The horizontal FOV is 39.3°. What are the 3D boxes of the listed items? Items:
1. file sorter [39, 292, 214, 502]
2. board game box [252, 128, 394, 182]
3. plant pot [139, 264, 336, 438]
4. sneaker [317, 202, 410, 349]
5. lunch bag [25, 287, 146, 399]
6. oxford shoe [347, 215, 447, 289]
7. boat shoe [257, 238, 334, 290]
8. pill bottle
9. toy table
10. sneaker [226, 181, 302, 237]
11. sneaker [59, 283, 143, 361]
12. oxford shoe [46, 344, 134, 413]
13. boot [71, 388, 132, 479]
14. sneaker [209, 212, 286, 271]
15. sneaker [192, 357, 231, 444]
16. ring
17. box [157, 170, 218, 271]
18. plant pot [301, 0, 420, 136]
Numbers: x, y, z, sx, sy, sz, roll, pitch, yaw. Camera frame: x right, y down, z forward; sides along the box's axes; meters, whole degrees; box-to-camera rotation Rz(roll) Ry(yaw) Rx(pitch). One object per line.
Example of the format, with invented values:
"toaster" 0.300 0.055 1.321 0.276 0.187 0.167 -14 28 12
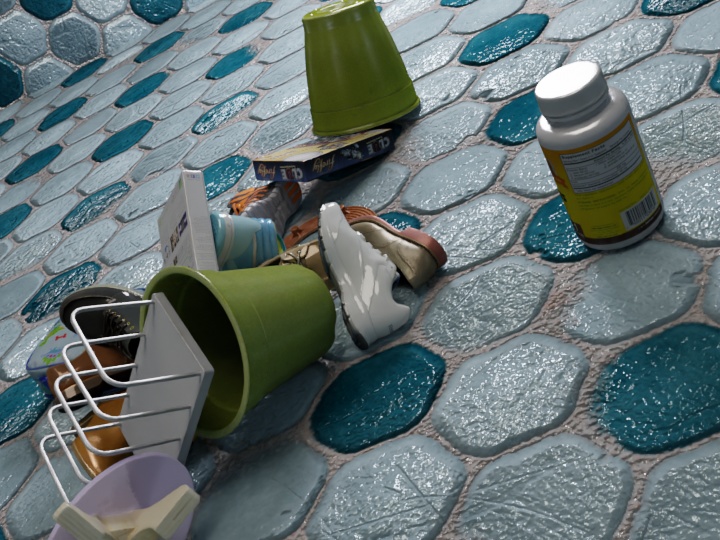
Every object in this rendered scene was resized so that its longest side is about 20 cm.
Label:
"file sorter" -0.268 0.151 1.126 0.123 0.202 0.139 -5 38 -39
"board game box" -0.059 -0.189 1.645 0.198 0.035 0.134 -25 21 -38
"plant pot" -0.132 0.071 1.214 0.198 0.204 0.188 1 15 43
"sneaker" 0.000 0.000 1.277 0.086 0.075 0.203 -20 69 -6
"lunch bag" -0.393 0.114 1.506 0.197 0.083 0.162 -13 32 29
"oxford shoe" 0.024 -0.021 1.345 0.075 0.071 0.199 -49 32 -21
"boat shoe" -0.081 0.002 1.373 0.198 0.072 0.064 -26 -11 35
"pill bottle" 0.268 -0.131 1.150 0.108 0.202 0.110 -22 29 13
"toy table" -0.239 0.284 1.020 0.202 0.182 0.117 -61 21 -11
"sneaker" -0.177 -0.078 1.627 0.111 0.079 0.200 -15 21 33
"sneaker" -0.320 0.072 1.332 0.196 0.076 0.106 7 16 9
"oxford shoe" -0.333 0.122 1.381 0.198 0.072 0.072 -20 -24 -35
"boot" -0.297 0.198 1.299 0.143 0.071 0.201 -36 25 -10
"sneaker" -0.179 -0.002 1.483 0.128 0.201 0.081 -1 53 -29
"sneaker" -0.202 0.154 1.274 0.089 0.075 0.201 -21 31 28
"ring" -0.064 -0.036 1.501 0.198 0.019 0.202 -23 29 13
"box" -0.245 -0.018 1.436 0.144 0.036 0.203 -47 49 53
"plant pot" -0.014 -0.358 1.729 0.197 0.196 0.201 -14 21 5
